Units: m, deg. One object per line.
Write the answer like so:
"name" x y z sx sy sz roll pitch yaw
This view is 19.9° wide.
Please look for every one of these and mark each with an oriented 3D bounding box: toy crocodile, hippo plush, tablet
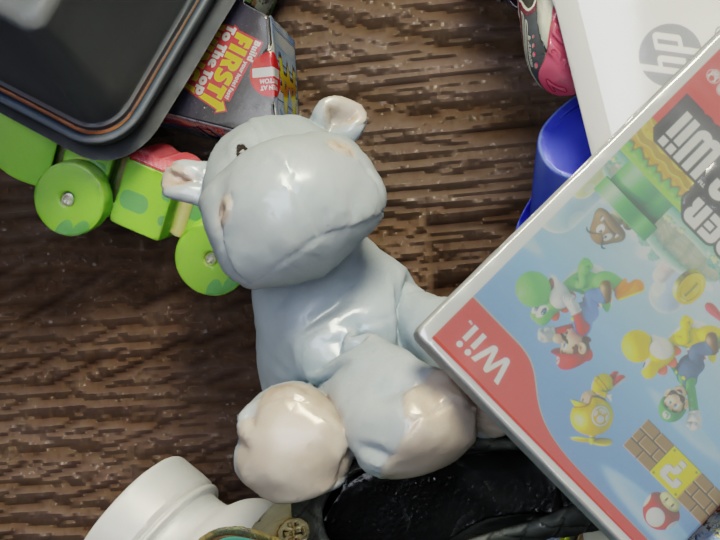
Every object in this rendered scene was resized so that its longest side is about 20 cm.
"toy crocodile" -0.099 -0.037 1.048 0.200 0.068 0.062 23 106 7
"hippo plush" 0.000 0.000 0.947 0.159 0.200 0.161 -15 99 -1
"tablet" 0.157 -0.100 0.906 0.130 0.014 0.200 -14 89 1

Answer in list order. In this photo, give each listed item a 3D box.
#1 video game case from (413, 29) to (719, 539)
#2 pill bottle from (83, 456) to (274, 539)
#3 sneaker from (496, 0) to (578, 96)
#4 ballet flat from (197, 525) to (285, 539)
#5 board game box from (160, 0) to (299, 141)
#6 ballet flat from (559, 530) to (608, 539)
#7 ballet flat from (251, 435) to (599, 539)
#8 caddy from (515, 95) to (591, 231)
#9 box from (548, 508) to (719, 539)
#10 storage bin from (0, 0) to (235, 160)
"video game case" 0.141 0.009 0.873 0.200 0.017 0.143 -44 89 -10
"pill bottle" -0.042 0.185 0.996 0.200 0.112 0.112 39 92 14
"sneaker" 0.090 -0.150 1.000 0.075 0.081 0.200 -28 37 23
"ballet flat" 0.010 0.167 0.909 0.200 0.071 0.071 20 88 -8
"board game box" -0.096 -0.152 1.076 0.200 0.062 0.200 29 90 13
"ballet flat" 0.109 0.157 0.949 0.067 0.067 0.200 13 86 12
"ballet flat" 0.037 0.100 0.924 0.200 0.057 0.066 -17 65 16
"caddy" 0.171 -0.019 0.980 0.200 0.105 0.141 -10 63 3
"box" 0.154 0.128 0.998 0.200 0.040 0.137 -13 80 11
"storage bin" -0.136 -0.179 0.978 0.146 0.134 0.200 28 81 14
